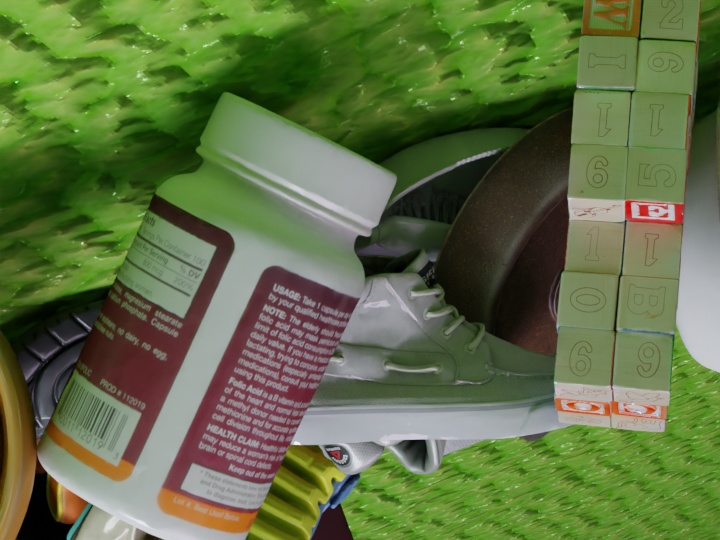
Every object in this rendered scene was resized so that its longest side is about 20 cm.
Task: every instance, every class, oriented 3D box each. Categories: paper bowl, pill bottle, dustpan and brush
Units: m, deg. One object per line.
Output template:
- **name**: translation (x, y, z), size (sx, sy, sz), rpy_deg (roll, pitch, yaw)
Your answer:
- **paper bowl**: translation (0.237, -0.017, 1.111), size (0.103, 0.203, 0.200), rpy_deg (-6, 165, 22)
- **pill bottle**: translation (-0.067, 0.024, 0.934), size (0.114, 0.114, 0.201), rpy_deg (22, 94, -61)
- **dustpan and brush**: translation (0.018, -0.024, 1.064), size (0.199, 0.057, 0.140), rpy_deg (9, 127, -33)

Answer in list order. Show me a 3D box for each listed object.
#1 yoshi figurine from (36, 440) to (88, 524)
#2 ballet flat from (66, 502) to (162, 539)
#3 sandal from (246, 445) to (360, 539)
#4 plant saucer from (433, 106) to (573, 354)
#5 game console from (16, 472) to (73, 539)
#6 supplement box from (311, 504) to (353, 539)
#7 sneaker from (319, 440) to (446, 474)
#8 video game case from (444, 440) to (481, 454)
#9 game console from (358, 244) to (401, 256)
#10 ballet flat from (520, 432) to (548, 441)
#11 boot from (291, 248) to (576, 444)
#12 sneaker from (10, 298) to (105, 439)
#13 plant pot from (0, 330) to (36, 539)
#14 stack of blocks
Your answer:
- **yoshi figurine**: translation (-0.121, 0.117, 1.275), size (0.199, 0.113, 0.112), rpy_deg (-12, 174, -25)
- **ballet flat**: translation (-0.104, 0.108, 1.124), size (0.069, 0.070, 0.201), rpy_deg (3, 125, -46)
- **sandal**: translation (-0.054, 0.155, 1.219), size (0.200, 0.079, 0.087), rpy_deg (-47, 165, -23)
- **plant saucer**: translation (0.119, 0.001, 1.113), size (0.199, 0.034, 0.202), rpy_deg (-26, 133, -31)
- **game console**: translation (-0.233, 0.189, 1.302), size (0.116, 0.176, 0.200), rpy_deg (-46, 155, 10)
- **supplement box**: translation (-0.104, 0.191, 1.424), size (0.102, 0.132, 0.200), rpy_deg (-9, 158, -30)
- **sneaker**: translation (-0.014, 0.065, 1.083), size (0.199, 0.089, 0.074), rpy_deg (22, 151, -40)
- **video game case**: translation (0.112, 0.092, 1.523), size (0.181, 0.024, 0.200), rpy_deg (-21, 159, 3)
- **game console**: translation (0.000, 0.000, 1.197), size (0.199, 0.120, 0.172), rpy_deg (-6, -173, -31)
- **ballet flat**: translation (0.123, 0.009, 1.188), size (0.067, 0.046, 0.202), rpy_deg (-2, 116, -44)
- **boot**: translation (0.040, 0.037, 1.022), size (0.198, 0.097, 0.074), rpy_deg (-3, -171, -16)
- **sneaker**: translation (-0.197, 0.067, 1.140), size (0.199, 0.074, 0.082), rpy_deg (-25, -165, -8)
- **plant pot**: translation (-0.255, 0.091, 0.979), size (0.199, 0.202, 0.183), rpy_deg (-19, 176, -1)
- **stack of blocks**: translation (0.136, -0.030, 0.977), size (0.058, 0.202, 0.115), rpy_deg (5, 163, 10)
